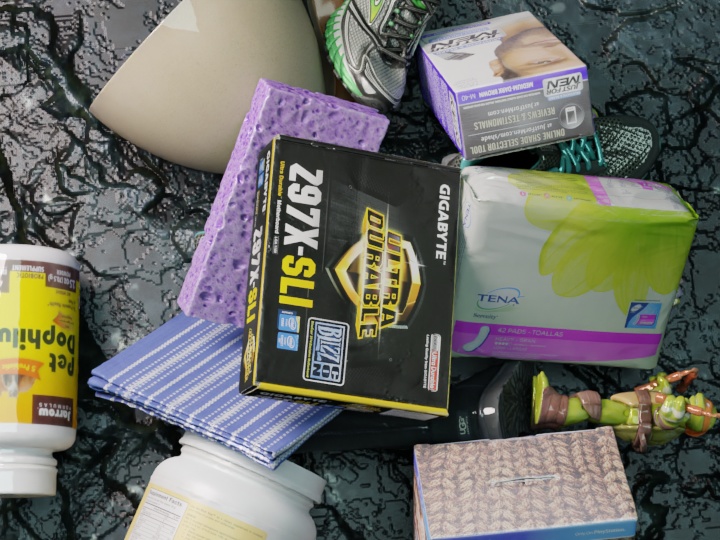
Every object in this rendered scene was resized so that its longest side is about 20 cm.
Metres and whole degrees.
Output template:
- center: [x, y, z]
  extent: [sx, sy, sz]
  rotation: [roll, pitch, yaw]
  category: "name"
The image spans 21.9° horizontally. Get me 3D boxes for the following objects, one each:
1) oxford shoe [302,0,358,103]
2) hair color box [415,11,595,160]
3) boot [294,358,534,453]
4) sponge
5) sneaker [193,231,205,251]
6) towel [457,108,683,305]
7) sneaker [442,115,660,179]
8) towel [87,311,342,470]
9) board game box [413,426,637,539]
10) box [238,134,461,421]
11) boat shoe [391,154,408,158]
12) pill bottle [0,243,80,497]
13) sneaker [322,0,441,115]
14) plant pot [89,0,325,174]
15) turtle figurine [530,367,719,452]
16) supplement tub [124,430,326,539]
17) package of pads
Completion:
- center: [-0.036, -0.234, 1.626]
  extent: [0.071, 0.071, 0.201]
  rotation: [-7, 80, -31]
  category: "oxford shoe"
- center: [0.115, -0.157, 1.542]
  extent: [0.109, 0.200, 0.065]
  rotation: [-12, 113, -5]
  category: "hair color box"
- center: [0.037, 0.115, 1.549]
  extent: [0.199, 0.165, 0.066]
  rotation: [-6, 92, 19]
  category: "boot"
- center: [-0.063, -0.047, 1.501]
  extent: [0.111, 0.030, 0.201]
  rotation: [14, 106, -28]
  category: "sponge"
- center: [-0.067, -0.065, 1.585]
  extent: [0.091, 0.078, 0.200]
  rotation: [35, 75, 13]
  category: "sneaker"
- center: [0.178, -0.036, 1.616]
  extent: [0.143, 0.023, 0.201]
  rotation: [-25, 82, -6]
  category: "towel"
- center: [0.160, -0.088, 1.559]
  extent: [0.199, 0.091, 0.078]
  rotation: [-16, 82, -5]
  category: "sneaker"
- center: [-0.104, 0.091, 1.503]
  extent: [0.199, 0.024, 0.145]
  rotation: [20, 36, 31]
  category: "towel"
- center: [0.125, 0.233, 1.472]
  extent: [0.159, 0.201, 0.097]
  rotation: [-5, 41, -3]
  category: "board game box"
- center: [-0.006, 0.007, 1.437]
  extent: [0.159, 0.049, 0.201]
  rotation: [9, 74, -17]
  category: "box"
- center: [0.000, 0.000, 1.574]
  extent: [0.071, 0.091, 0.200]
  rotation: [25, 113, -37]
  category: "boat shoe"
- center: [-0.286, 0.084, 1.528]
  extent: [0.109, 0.109, 0.201]
  rotation: [0, 81, -3]
  category: "pill bottle"
- center: [0.024, -0.218, 1.569]
  extent: [0.085, 0.078, 0.201]
  rotation: [-18, 51, 34]
  category: "sneaker"
- center: [-0.108, -0.157, 1.542]
  extent: [0.134, 0.200, 0.200]
  rotation: [45, 81, -5]
  category: "plant pot"
- center: [0.219, 0.114, 1.511]
  extent: [0.160, 0.200, 0.065]
  rotation: [3, 95, 1]
  category: "turtle figurine"
- center: [-0.122, 0.237, 1.492]
  extent: [0.145, 0.145, 0.201]
  rotation: [23, 80, 1]
  category: "supplement tub"
- center: [0.164, -0.003, 1.518]
  extent: [0.199, 0.068, 0.155]
  rotation: [3, 118, -15]
  category: "package of pads"
